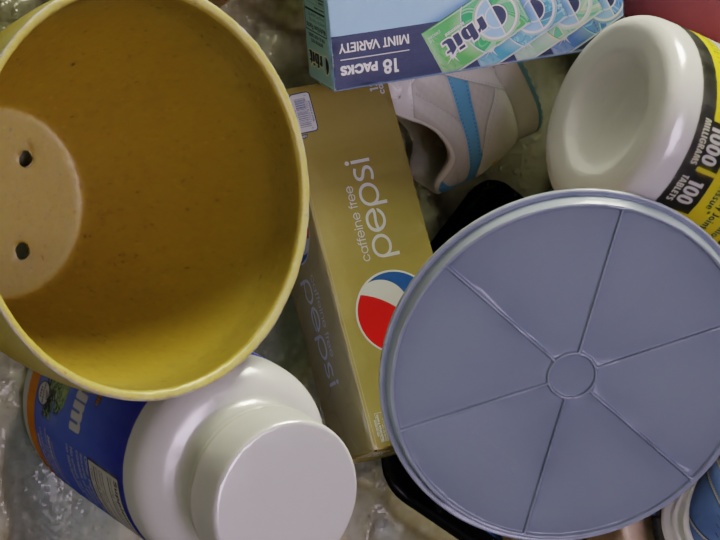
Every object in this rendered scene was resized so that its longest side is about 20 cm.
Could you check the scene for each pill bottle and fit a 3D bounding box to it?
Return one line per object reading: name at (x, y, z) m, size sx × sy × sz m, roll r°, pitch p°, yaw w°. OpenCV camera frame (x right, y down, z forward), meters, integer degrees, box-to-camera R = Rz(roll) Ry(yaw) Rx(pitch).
pill bottle at (-0.087, 0.088, 1.285) m, size 0.111 × 0.200 × 0.113 m, roll -9°, pitch 108°, yaw -30°
pill bottle at (0.207, -0.053, 1.332) m, size 0.199 × 0.112 × 0.113 m, roll 19°, pitch 93°, yaw -30°

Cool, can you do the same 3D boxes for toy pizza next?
toy pizza at (0.106, 0.048, 1.287) m, size 0.199 × 0.032 × 0.202 m, roll -3°, pitch 114°, yaw -7°

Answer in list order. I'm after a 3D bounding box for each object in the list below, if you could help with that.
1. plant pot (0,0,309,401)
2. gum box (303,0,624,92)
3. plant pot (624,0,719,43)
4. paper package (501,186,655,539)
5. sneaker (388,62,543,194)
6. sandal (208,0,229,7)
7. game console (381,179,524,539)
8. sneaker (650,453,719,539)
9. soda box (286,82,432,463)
plant pot at (-0.145, -0.037, 1.237) m, size 0.199 × 0.142 × 0.202 m, roll 1°, pitch 88°, yaw -39°
gum box at (0.050, -0.206, 1.297) m, size 0.169 × 0.045 × 0.201 m, roll -10°, pitch 109°, yaw -17°
plant pot at (0.203, -0.229, 1.403) m, size 0.199 × 0.200 × 0.180 m, roll -30°, pitch 101°, yaw -22°
paper package at (0.150, 0.041, 1.415) m, size 0.199 × 0.103 × 0.192 m, roll -28°, pitch 105°, yaw -40°
sneaker at (0.027, -0.133, 1.375) m, size 0.081 × 0.076 × 0.201 m, roll -41°, pitch 119°, yaw -15°
sandal at (-0.081, -0.222, 1.299) m, size 0.080 × 0.054 × 0.201 m, roll 18°, pitch 78°, yaw -30°
game console at (0.108, 0.078, 1.453) m, size 0.200 × 0.116 × 0.176 m, roll 37°, pitch 92°, yaw -34°
sneaker at (0.232, 0.084, 1.364) m, size 0.076 × 0.077 × 0.201 m, roll 43°, pitch 56°, yaw -29°
soda box at (0.000, 0.000, 1.345) m, size 0.064 × 0.068 × 0.201 m, roll -11°, pitch 83°, yaw -20°
